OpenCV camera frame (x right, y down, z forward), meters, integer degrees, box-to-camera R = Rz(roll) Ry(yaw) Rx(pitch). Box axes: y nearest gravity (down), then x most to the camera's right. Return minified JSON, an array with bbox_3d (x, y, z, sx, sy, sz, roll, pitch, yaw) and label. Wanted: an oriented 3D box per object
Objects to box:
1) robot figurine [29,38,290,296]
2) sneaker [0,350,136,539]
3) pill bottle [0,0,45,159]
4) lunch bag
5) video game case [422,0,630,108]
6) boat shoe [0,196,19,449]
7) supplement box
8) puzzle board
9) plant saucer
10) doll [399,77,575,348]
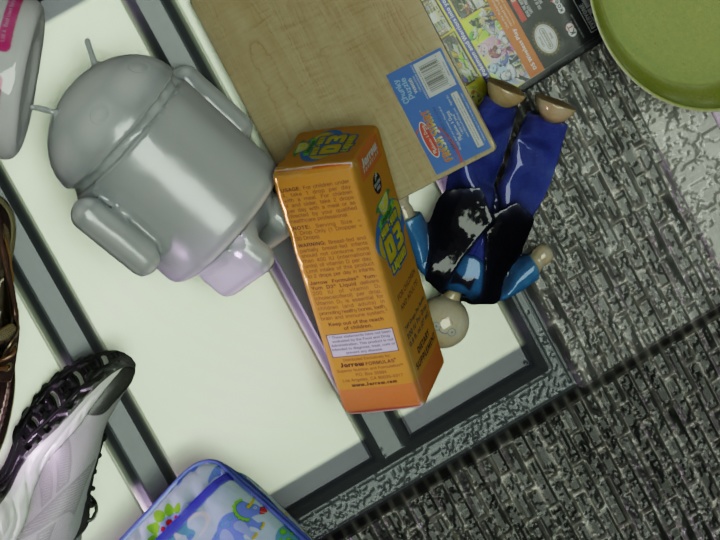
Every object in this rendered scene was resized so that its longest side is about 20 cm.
[{"bbox_3d":[-0.139,-0.072,1.714,0.200,0.113,0.170,43,47,-12],"label":"robot figurine"},{"bbox_3d":[-0.216,0.146,1.748,0.079,0.074,0.201,30,95,-22],"label":"sneaker"},{"bbox_3d":[-0.323,-0.148,1.664,0.199,0.113,0.114,11,93,-3],"label":"pill bottle"},{"bbox_3d":[-0.120,0.245,1.733,0.200,0.161,0.082,-44,145,-4],"label":"lunch bag"},{"bbox_3d":[0.074,-0.220,1.788,0.180,0.025,0.201,-33,102,-7],"label":"video game case"},{"bbox_3d":[-0.273,0.045,1.719,0.072,0.072,0.201,6,94,-12],"label":"boat shoe"},{"bbox_3d":[0.000,0.000,1.739,0.068,0.067,0.201,-8,117,23],"label":"supplement box"},{"bbox_3d":[-0.012,-0.142,1.754,0.150,0.017,0.201,-27,96,13],"label":"puzzle board"},{"bbox_3d":[0.253,-0.218,1.809,0.199,0.031,0.201,-1,93,-20],"label":"plant saucer"},{"bbox_3d":[0.085,-0.039,1.790,0.136,0.048,0.201,16,102,-14],"label":"doll"}]
